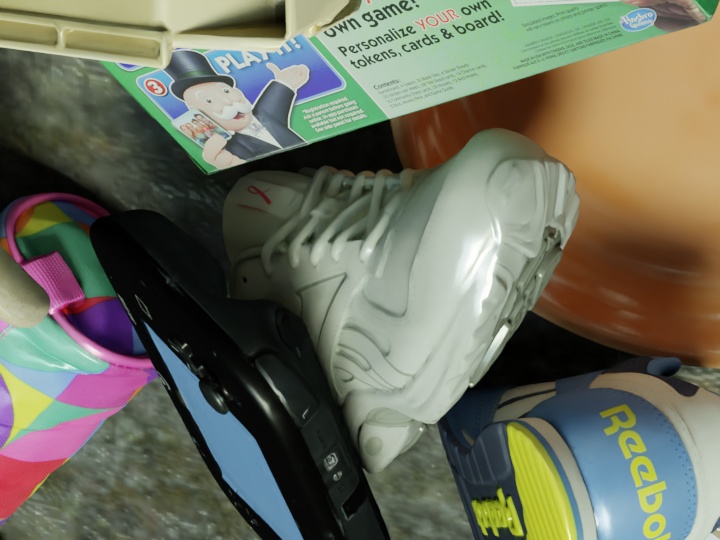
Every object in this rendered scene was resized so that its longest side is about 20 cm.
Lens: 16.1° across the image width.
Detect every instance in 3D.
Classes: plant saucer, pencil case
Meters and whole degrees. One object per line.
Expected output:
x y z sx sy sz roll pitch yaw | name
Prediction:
0.109 -0.051 0.796 0.200 0.037 0.200 10 135 10 | plant saucer
-0.153 0.059 0.925 0.088 0.088 0.200 38 115 -19 | pencil case

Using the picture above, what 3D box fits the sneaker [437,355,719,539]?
0.076 0.069 0.856 0.082 0.200 0.074 -20 93 -8 | sneaker

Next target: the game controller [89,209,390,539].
-0.035 0.057 0.845 0.104 0.042 0.200 34 160 29 | game controller

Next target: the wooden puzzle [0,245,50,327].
-0.199 -0.060 0.847 0.185 0.046 0.200 49 158 -28 | wooden puzzle

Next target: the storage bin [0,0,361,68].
-0.091 -0.162 0.598 0.198 0.094 0.200 9 111 20 | storage bin

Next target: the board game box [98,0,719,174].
-0.014 -0.100 0.710 0.200 0.029 0.135 -14 129 43 | board game box

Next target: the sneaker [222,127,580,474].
0.000 0.000 0.804 0.099 0.078 0.200 36 153 1 | sneaker

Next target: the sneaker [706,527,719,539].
0.155 0.139 0.945 0.200 0.071 0.112 37 131 -10 | sneaker
